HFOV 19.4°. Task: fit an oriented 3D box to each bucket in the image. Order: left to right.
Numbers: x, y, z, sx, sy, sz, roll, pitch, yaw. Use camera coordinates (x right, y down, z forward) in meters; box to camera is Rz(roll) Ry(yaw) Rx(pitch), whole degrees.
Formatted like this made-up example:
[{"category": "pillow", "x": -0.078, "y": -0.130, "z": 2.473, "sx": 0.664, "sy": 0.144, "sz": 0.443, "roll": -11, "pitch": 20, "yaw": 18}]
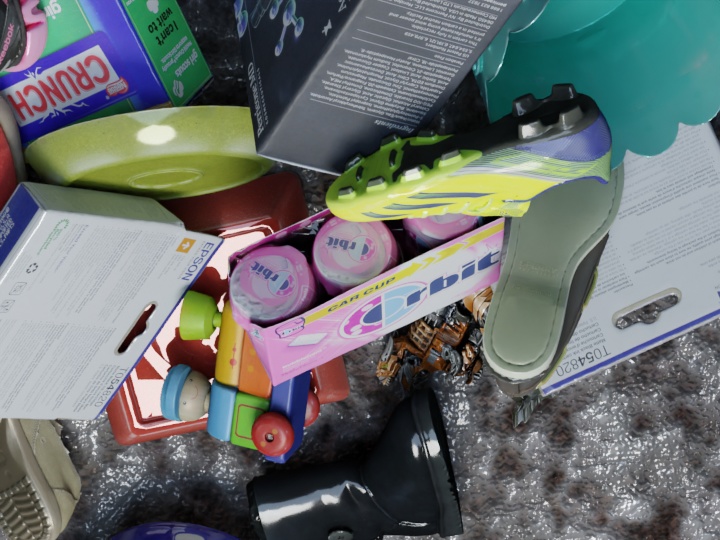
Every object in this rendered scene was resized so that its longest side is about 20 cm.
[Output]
[{"category": "bucket", "x": 0.162, "y": -0.184, "z": 1.471, "sx": 0.205, "sy": 0.135, "sz": 0.208, "roll": -14, "pitch": 141, "yaw": -11}]

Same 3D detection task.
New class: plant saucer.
[{"category": "plant saucer", "x": -0.143, "y": -0.080, "z": 1.525, "sx": 0.198, "sy": 0.200, "sz": 0.031, "roll": -7, "pitch": 81, "yaw": 2}, {"category": "plant saucer", "x": -0.124, "y": 0.039, "z": 1.655, "sx": 0.198, "sy": 0.037, "sz": 0.201, "roll": -12, "pitch": 112, "yaw": 5}]

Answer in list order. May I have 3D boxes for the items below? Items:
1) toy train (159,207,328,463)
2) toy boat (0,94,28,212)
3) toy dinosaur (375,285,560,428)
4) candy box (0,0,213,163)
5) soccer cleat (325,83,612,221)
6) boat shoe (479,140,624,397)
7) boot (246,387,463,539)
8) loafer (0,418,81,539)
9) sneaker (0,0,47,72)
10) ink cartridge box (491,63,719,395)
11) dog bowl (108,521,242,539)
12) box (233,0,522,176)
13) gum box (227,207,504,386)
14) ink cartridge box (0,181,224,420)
[{"category": "toy train", "x": -0.086, "y": 0.037, "z": 1.602, "sx": 0.115, "sy": 0.085, "sz": 0.202, "roll": 11, "pitch": 108, "yaw": 13}, {"category": "toy boat", "x": -0.346, "y": -0.076, "z": 1.525, "sx": 0.199, "sy": 0.131, "sz": 0.132, "roll": 16, "pitch": 129, "yaw": 30}, {"category": "toy dinosaur", "x": 0.106, "y": 0.042, "z": 1.634, "sx": 0.200, "sy": 0.102, "sz": 0.136, "roll": -38, "pitch": 91, "yaw": 36}, {"category": "candy box", "x": -0.224, "y": -0.190, "z": 1.509, "sx": 0.168, "sy": 0.077, "sz": 0.201, "roll": -14, "pitch": 114, "yaw": 32}, {"category": "soccer cleat", "x": 0.075, "y": -0.060, "z": 1.418, "sx": 0.198, "sy": 0.065, "sz": 0.084, "roll": -17, "pitch": 124, "yaw": 11}, {"category": "boat shoe", "x": 0.137, "y": -0.006, "z": 1.510, "sx": 0.071, "sy": 0.203, "sz": 0.061, "roll": 19, "pitch": 157, "yaw": 13}, {"category": "boot", "x": -0.008, "y": 0.170, "z": 1.651, "sx": 0.166, "sy": 0.077, "sz": 0.201, "roll": -11, "pitch": 150, "yaw": 1}, {"category": "loafer", "x": -0.281, "y": 0.120, "z": 1.670, "sx": 0.075, "sy": 0.068, "sz": 0.202, "roll": -17, "pitch": 96, "yaw": 27}, {"category": "sneaker", "x": -0.280, "y": -0.215, "z": 1.413, "sx": 0.078, "sy": 0.095, "sz": 0.202, "roll": -7, "pitch": 113, "yaw": 33}, {"category": "ink cartridge box", "x": 0.186, "y": -0.035, "z": 1.569, "sx": 0.198, "sy": 0.041, "sz": 0.202, "roll": -24, "pitch": 77, "yaw": 9}, {"category": "dog bowl", "x": -0.139, "y": 0.300, "z": 1.700, "sx": 0.198, "sy": 0.079, "sz": 0.201, "roll": 9, "pitch": 131, "yaw": 11}, {"category": "box", "x": 0.007, "y": -0.185, "z": 1.431, "sx": 0.106, "sy": 0.149, "sz": 0.200, "roll": 12, "pitch": 136, "yaw": -27}, {"category": "gum box", "x": 0.000, "y": 0.000, "z": 1.491, "sx": 0.199, "sy": 0.114, "sz": 0.067, "roll": -25, "pitch": 69, "yaw": -8}, {"category": "ink cartridge box", "x": -0.224, "y": 0.028, "z": 1.563, "sx": 0.199, "sy": 0.041, "sz": 0.200, "roll": 9, "pitch": 124, "yaw": -54}]
